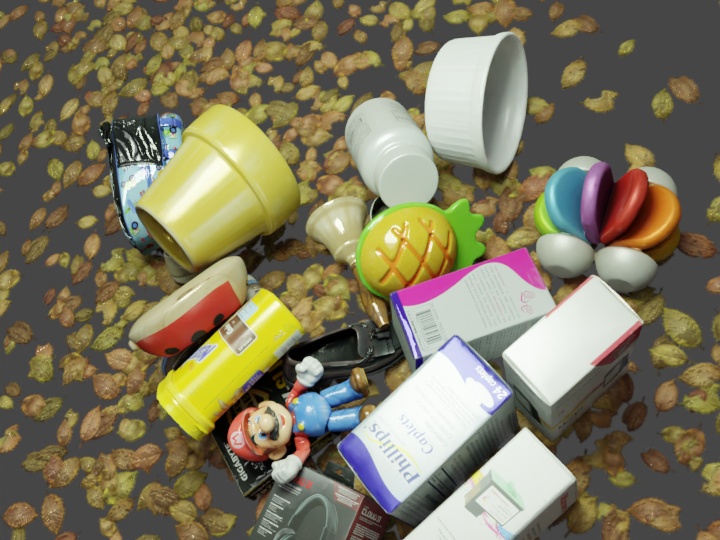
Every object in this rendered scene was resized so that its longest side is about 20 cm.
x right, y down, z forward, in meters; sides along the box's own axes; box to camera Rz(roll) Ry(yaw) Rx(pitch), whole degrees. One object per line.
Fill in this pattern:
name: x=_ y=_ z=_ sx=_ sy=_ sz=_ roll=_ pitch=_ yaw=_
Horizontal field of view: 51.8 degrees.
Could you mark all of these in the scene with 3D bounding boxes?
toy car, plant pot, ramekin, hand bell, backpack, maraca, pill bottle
toy car: x=0.332 y=-0.081 z=1.002 sx=0.197 sy=0.150 sz=0.177 roll=14 pitch=71 yaw=22
plant pot: x=-0.220 y=-0.107 z=1.094 sx=0.200 sy=0.202 sz=0.189 roll=35 pitch=67 yaw=27
ramekin: x=0.174 y=-0.251 z=1.108 sx=0.096 sy=0.201 sz=0.203 roll=11 pitch=69 yaw=29
hand bell: x=0.000 y=0.000 z=1.088 sx=0.103 sy=0.104 sz=0.202 roll=-27 pitch=59 yaw=3
backpack: x=-0.339 y=-0.135 z=1.223 sx=0.132 sy=0.183 sz=0.203 roll=-10 pitch=76 yaw=-7
maraca: x=0.086 y=-0.030 z=1.035 sx=0.197 sy=0.139 sz=0.107 roll=-13 pitch=25 yaw=-16
pill bottle: x=0.048 y=-0.173 z=1.112 sx=0.113 sy=0.115 sz=0.201 roll=-26 pitch=34 yaw=3

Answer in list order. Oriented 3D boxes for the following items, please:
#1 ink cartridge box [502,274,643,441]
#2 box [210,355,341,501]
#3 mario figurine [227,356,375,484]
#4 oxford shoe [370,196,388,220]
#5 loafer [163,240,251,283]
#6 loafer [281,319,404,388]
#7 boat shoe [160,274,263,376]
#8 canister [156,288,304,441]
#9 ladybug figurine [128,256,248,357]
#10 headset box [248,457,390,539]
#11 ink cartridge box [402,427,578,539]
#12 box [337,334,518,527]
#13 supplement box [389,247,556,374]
ink cartridge box: x=0.257 y=0.114 z=0.906 sx=0.147 sy=0.200 sz=0.086 roll=-41 pitch=62 yaw=-5
box: x=-0.143 y=0.200 z=1.076 sx=0.159 sy=0.049 sz=0.201 roll=-35 pitch=61 yaw=-3
mario figurine: x=-0.079 y=0.193 z=0.967 sx=0.197 sy=0.107 sz=0.124 roll=-18 pitch=30 yaw=-3
oxford shoe: x=0.071 y=-0.040 z=1.117 sx=0.075 sy=0.058 sz=0.201 roll=-31 pitch=63 yaw=-4
loafer: x=-0.239 y=-0.059 z=1.213 sx=0.200 sy=0.068 sz=0.076 roll=-42 pitch=61 yaw=-5
loafer: x=-0.016 y=0.111 z=1.042 sx=0.197 sy=0.063 sz=0.073 roll=-17 pitch=56 yaw=-11
boat shoe: x=-0.219 y=0.096 z=1.133 sx=0.072 sy=0.072 sz=0.200 roll=38 pitch=81 yaw=27
canister: x=-0.176 y=0.122 z=1.018 sx=0.200 sy=0.148 sz=0.087 roll=-44 pitch=100 yaw=-9
ladybug figurine: x=-0.238 y=0.058 z=1.058 sx=0.199 sy=0.136 sz=0.072 roll=-37 pitch=95 yaw=-16
headset box: x=-0.061 y=0.346 z=0.944 sx=0.147 sy=0.077 sz=0.202 roll=12 pitch=70 yaw=41
ink cartridge box: x=0.158 y=0.296 z=0.882 sx=0.199 sy=0.145 sz=0.084 roll=-41 pitch=61 yaw=-5
box: x=0.091 y=0.206 z=0.923 sx=0.200 sy=0.184 sz=0.105 roll=-42 pitch=63 yaw=-6
supplement box: x=0.149 y=0.063 z=0.999 sx=0.197 sy=0.104 sz=0.102 roll=-18 pitch=61 yaw=-4
